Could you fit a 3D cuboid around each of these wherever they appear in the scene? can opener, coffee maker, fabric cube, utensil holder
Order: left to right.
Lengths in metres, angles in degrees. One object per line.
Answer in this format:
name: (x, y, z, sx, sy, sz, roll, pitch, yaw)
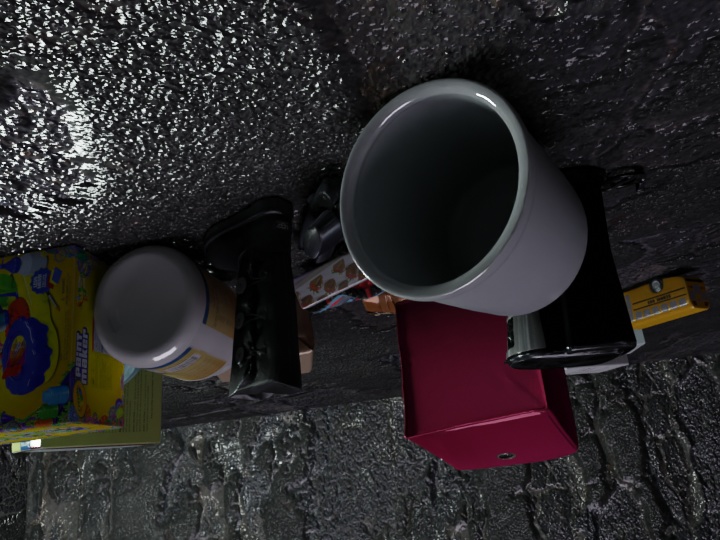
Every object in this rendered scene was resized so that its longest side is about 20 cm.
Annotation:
can opener: (-0.044, -0.049, 0.666, 0.077, 0.065, 0.200, -30, 178, -16)
utensil holder: (0.103, -0.050, 0.537, 0.166, 0.176, 0.198, -17, 162, 31)
fabric cube: (0.178, 0.148, 0.841, 0.191, 0.205, 0.199, -16, 146, 23)
coffee maker: (0.243, -0.001, 0.674, 0.187, 0.206, 0.134, -15, 162, 26)

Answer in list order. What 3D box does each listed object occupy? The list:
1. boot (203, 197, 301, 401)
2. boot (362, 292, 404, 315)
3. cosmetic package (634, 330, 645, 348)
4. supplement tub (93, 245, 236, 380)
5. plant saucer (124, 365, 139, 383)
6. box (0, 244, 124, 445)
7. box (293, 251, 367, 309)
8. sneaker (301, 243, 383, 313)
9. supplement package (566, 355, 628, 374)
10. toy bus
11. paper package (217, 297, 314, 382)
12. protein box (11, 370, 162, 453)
boot: (-0.127, 0.044, 0.669, 0.064, 0.206, 0.163, 7, 158, -36)
boot: (0.085, 0.058, 0.994, 0.150, 0.079, 0.201, -11, 159, 7)
cosmetic package: (0.760, 0.226, 1.812, 0.146, 0.053, 0.200, -13, 161, 9)
supplement tub: (-0.237, 0.065, 0.787, 0.140, 0.149, 0.200, -9, 162, 7)
plant saucer: (-0.397, 0.120, 0.876, 0.196, 0.036, 0.205, -21, 131, -25)
box: (-0.405, 0.098, 0.734, 0.186, 0.206, 0.122, -9, 163, 6)
box: (0.010, -0.012, 0.729, 0.196, 0.040, 0.041, -26, 177, 8)
sneaker: (0.000, 0.000, 0.831, 0.094, 0.082, 0.197, -12, 176, -45)
supplement package: (0.552, 0.194, 1.515, 0.194, 0.125, 0.120, 1, 162, -20)
toy bus: (0.592, 0.066, 1.211, 0.063, 0.081, 0.199, 3, 160, -27)
paper package: (-0.176, 0.126, 1.068, 0.184, 0.107, 0.201, -4, 161, -7)
protein box: (-0.458, 0.197, 1.015, 0.133, 0.205, 0.197, -17, 159, 39)
